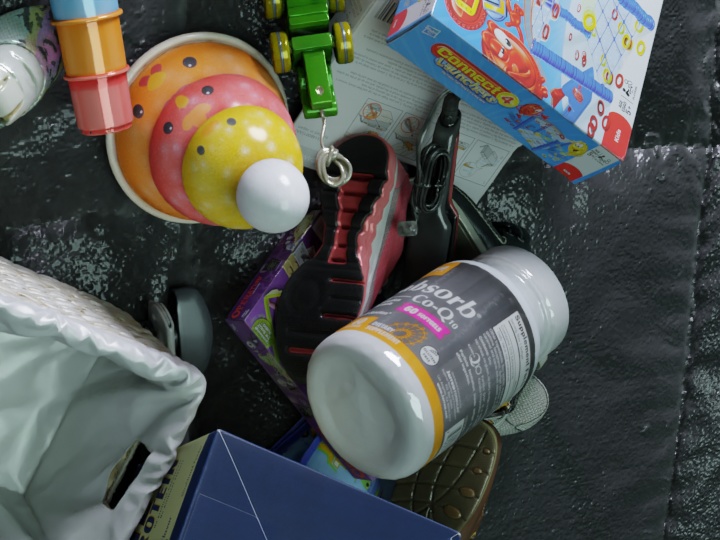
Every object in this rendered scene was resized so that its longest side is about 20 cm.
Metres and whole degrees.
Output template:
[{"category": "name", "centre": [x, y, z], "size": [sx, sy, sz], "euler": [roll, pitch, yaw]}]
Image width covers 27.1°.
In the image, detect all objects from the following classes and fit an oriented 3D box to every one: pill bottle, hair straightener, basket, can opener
[{"category": "pill bottle", "centre": [0.063, 0.062, 1.115], "size": [0.199, 0.116, 0.117], "euler": [-32, 124, -41]}, {"category": "hair straightener", "centre": [0.059, -0.050, 1.155], "size": [0.041, 0.077, 0.201], "euler": [19, 121, 12]}, {"category": "basket", "centre": [-0.251, 0.104, 1.058], "size": [0.199, 0.161, 0.199], "euler": [24, 97, -32]}, {"category": "can opener", "centre": [-0.146, 0.114, 1.181], "size": [0.066, 0.053, 0.202], "euler": [-7, 113, -25]}]

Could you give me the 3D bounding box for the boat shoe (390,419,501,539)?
[{"category": "boat shoe", "centre": [0.064, 0.206, 1.247], "size": [0.067, 0.072, 0.201], "euler": [-7, 124, -59]}]

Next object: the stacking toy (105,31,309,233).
[{"category": "stacking toy", "centre": [-0.085, -0.078, 1.049], "size": [0.145, 0.200, 0.147], "euler": [-10, 114, -24]}]

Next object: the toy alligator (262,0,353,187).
[{"category": "toy alligator", "centre": [-0.036, -0.154, 1.103], "size": [0.059, 0.054, 0.202], "euler": [-8, 82, -5]}]

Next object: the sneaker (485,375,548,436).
[{"category": "sneaker", "centre": [0.106, 0.107, 1.272], "size": [0.199, 0.082, 0.079], "euler": [16, 83, -51]}]

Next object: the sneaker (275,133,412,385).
[{"category": "sneaker", "centre": [0.000, 0.000, 1.167], "size": [0.087, 0.073, 0.202], "euler": [34, 71, -55]}]

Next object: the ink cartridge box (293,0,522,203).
[{"category": "ink cartridge box", "centre": [0.050, -0.140, 1.191], "size": [0.199, 0.045, 0.177], "euler": [17, 126, -32]}]

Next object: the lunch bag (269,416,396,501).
[{"category": "lunch bag", "centre": [-0.029, 0.213, 1.271], "size": [0.200, 0.094, 0.151], "euler": [-50, 122, -15]}]

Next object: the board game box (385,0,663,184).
[{"category": "board game box", "centre": [0.133, -0.204, 1.128], "size": [0.195, 0.056, 0.201], "euler": [32, 60, -26]}]

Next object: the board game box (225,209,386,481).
[{"category": "board game box", "centre": [-0.018, 0.063, 1.217], "size": [0.200, 0.032, 0.120], "euler": [55, 51, -32]}]

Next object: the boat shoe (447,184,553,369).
[{"category": "boat shoe", "centre": [0.119, -0.007, 1.264], "size": [0.066, 0.074, 0.200], "euler": [-45, 116, -19]}]

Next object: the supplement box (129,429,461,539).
[{"category": "supplement box", "centre": [-0.070, 0.226, 1.079], "size": [0.199, 0.200, 0.135], "euler": [26, 67, -17]}]

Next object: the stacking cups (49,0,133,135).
[{"category": "stacking cups", "centre": [-0.188, -0.193, 1.014], "size": [0.060, 0.060, 0.202], "euler": [-16, 107, -22]}]

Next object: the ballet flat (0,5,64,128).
[{"category": "ballet flat", "centre": [-0.276, -0.110, 1.012], "size": [0.199, 0.071, 0.069], "euler": [-33, 120, -13]}]
